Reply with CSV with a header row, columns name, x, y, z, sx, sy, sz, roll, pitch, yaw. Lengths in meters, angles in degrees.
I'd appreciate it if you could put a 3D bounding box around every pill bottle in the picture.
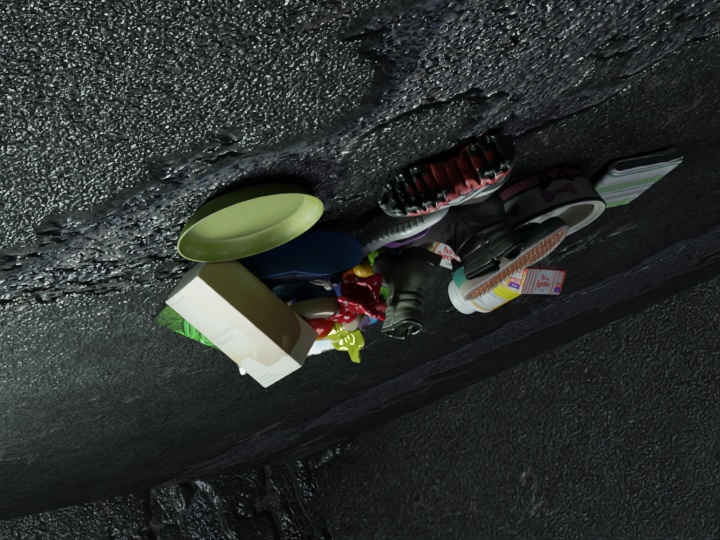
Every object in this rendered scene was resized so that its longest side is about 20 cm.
name,x,y,z,sx,sy,sz,roll,pitch,yaw
pill bottle,0.265,0.011,1.824,0.109,0.110,0.200,-4,159,-42

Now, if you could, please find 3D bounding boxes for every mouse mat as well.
name,x,y,z,sx,sy,sz,roll,pitch,yaw
mouse mat,-0.235,0.082,1.492,0.160,0.008,0.200,26,150,-18

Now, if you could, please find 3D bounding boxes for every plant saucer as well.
name,x,y,z,sx,sy,sz,roll,pitch,yaw
plant saucer,-0.083,0.024,1.629,0.070,0.019,0.200,-29,163,30
plant saucer,-0.147,-0.067,1.229,0.199,0.031,0.200,-17,163,-5

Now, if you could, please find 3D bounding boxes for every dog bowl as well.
name,x,y,z,sx,sy,sz,roll,pitch,yaw
dog bowl,0.302,-0.102,1.558,0.199,0.074,0.200,-17,164,-5

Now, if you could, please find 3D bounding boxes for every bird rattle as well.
name,x,y,z,sx,sy,sz,roll,pitch,yaw
bird rattle,-0.045,0.078,1.418,0.162,0.113,0.200,-7,166,-6

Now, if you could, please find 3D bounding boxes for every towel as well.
name,x,y,z,sx,sy,sz,roll,pitch,yaw
towel,0.460,-0.155,1.662,0.148,0.031,0.200,-11,165,-18

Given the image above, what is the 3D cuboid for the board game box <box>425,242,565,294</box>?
name,x,y,z,sx,sy,sz,roll,pitch,yaw
board game box,0.233,-0.009,1.620,0.199,0.047,0.151,21,-169,34

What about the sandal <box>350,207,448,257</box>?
name,x,y,z,sx,sy,sz,roll,pitch,yaw
sandal,0.061,-0.061,1.396,0.202,0.083,0.050,-21,127,40

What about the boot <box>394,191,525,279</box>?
name,x,y,z,sx,sy,sz,roll,pitch,yaw
boot,0.147,-0.043,1.439,0.199,0.131,0.068,-28,161,28

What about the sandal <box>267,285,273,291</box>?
name,x,y,z,sx,sy,sz,roll,pitch,yaw
sandal,-0.169,0.073,1.492,0.075,0.048,0.201,10,141,16

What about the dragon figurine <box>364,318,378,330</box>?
name,x,y,z,sx,sy,sz,roll,pitch,yaw
dragon figurine,-0.002,0.079,1.830,0.099,0.059,0.200,-9,162,-31

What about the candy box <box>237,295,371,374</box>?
name,x,y,z,sx,sy,sz,roll,pitch,yaw
candy box,-0.104,0.108,1.657,0.199,0.072,0.168,-18,-176,24

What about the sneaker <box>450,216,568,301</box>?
name,x,y,z,sx,sy,sz,roll,pitch,yaw
sneaker,0.227,-0.037,1.466,0.200,0.080,0.071,-34,154,16

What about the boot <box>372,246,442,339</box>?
name,x,y,z,sx,sy,sz,roll,pitch,yaw
boot,0.053,0.040,1.438,0.067,0.131,0.200,21,167,-16

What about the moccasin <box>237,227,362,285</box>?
name,x,y,z,sx,sy,sz,roll,pitch,yaw
moccasin,-0.096,-0.019,1.397,0.199,0.081,0.068,-4,167,0

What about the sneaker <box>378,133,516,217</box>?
name,x,y,z,sx,sy,sz,roll,pitch,yaw
sneaker,0.125,-0.119,1.297,0.200,0.071,0.098,-23,162,8

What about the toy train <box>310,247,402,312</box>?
name,x,y,z,sx,sy,sz,roll,pitch,yaw
toy train,0.000,0.000,1.561,0.116,0.085,0.200,-44,147,22

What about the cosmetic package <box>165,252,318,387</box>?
name,x,y,z,sx,sy,sz,roll,pitch,yaw
cosmetic package,-0.170,0.069,1.353,0.105,0.200,0.071,-35,-161,44

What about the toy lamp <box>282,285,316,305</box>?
name,x,y,z,sx,sy,sz,roll,pitch,yaw
toy lamp,-0.161,0.070,1.568,0.199,0.059,0.058,-12,172,41
